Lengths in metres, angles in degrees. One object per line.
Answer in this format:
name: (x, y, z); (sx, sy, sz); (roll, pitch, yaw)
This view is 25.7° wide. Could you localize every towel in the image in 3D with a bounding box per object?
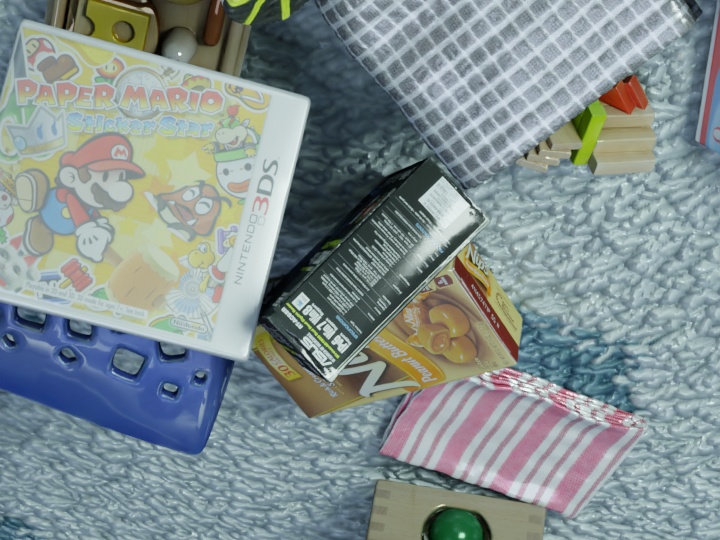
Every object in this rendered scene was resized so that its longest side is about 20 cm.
towel: (0.092, -0.167, 0.975); (0.200, 0.086, 0.166); (-37, 100, 26)
towel: (0.128, 0.147, 1.365); (0.199, 0.030, 0.147); (20, 135, -7)

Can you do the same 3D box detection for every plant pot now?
plant pot: (-0.166, -0.016, 1.160); (0.199, 0.201, 0.180); (20, 128, -6)

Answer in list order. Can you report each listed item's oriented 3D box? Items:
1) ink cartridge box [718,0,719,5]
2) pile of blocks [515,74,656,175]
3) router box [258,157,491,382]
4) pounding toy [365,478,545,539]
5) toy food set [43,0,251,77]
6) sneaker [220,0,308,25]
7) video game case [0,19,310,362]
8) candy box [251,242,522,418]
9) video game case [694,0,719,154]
ink cartridge box: (0.287, -0.222, 0.874); (0.199, 0.088, 0.146); (-11, 130, 17)
pile of blocks: (0.111, -0.121, 1.069); (0.199, 0.082, 0.062); (14, 136, -1)
router box: (0.000, 0.000, 1.099); (0.062, 0.150, 0.200); (45, 174, -4)
pounding toy: (0.063, 0.284, 1.415); (0.183, 0.143, 0.201); (9, 144, 4)
toy food set: (-0.142, -0.183, 1.058); (0.143, 0.061, 0.201); (15, 121, -3)
sneaker: (-0.019, -0.234, 0.942); (0.200, 0.077, 0.075); (-35, 157, 21)
video game case: (-0.149, -0.052, 1.041); (0.199, 0.183, 0.023); (14, 173, -7)
candy box: (0.016, 0.044, 1.271); (0.199, 0.056, 0.116); (-17, 128, 27)
video game case: (0.309, -0.098, 1.016); (0.200, 0.017, 0.144); (34, 145, 31)
